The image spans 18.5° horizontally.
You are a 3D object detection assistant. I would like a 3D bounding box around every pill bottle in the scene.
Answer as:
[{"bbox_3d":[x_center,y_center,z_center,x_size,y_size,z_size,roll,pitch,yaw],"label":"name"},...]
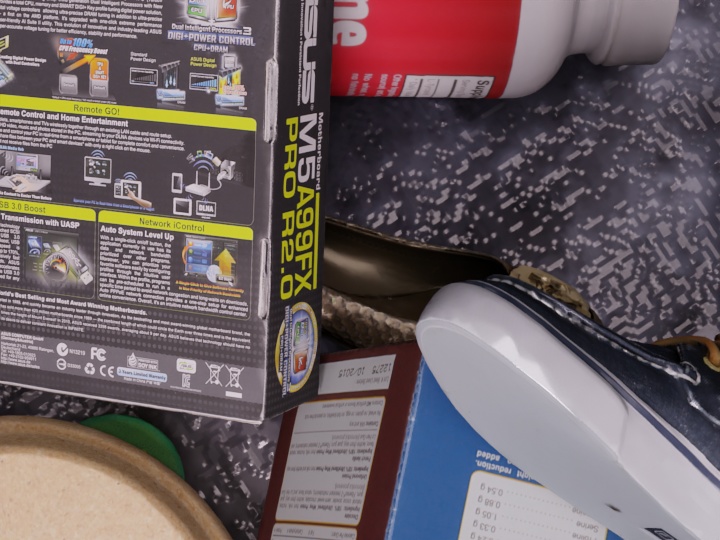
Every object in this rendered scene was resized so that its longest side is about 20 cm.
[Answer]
[{"bbox_3d":[0.017,-0.122,0.845,0.199,0.112,0.113,0,82,-5],"label":"pill bottle"}]

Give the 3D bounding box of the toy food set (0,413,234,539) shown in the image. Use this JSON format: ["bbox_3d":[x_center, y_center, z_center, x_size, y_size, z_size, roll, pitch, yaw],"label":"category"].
[{"bbox_3d":[-0.129,0.147,0.825,0.200,0.049,0.198,-44,88,-9],"label":"toy food set"}]

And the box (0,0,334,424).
[{"bbox_3d":[-0.108,-0.039,0.788,0.199,0.044,0.161,7,100,24],"label":"box"}]

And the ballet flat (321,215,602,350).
[{"bbox_3d":[0.000,0.000,0.849,0.199,0.067,0.046,14,119,0],"label":"ballet flat"}]

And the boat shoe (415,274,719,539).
[{"bbox_3d":[0.110,0.043,0.700,0.200,0.071,0.091,39,71,-20],"label":"boat shoe"}]

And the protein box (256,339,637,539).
[{"bbox_3d":[0.067,0.147,0.778,0.198,0.135,0.201,15,80,-18],"label":"protein box"}]
